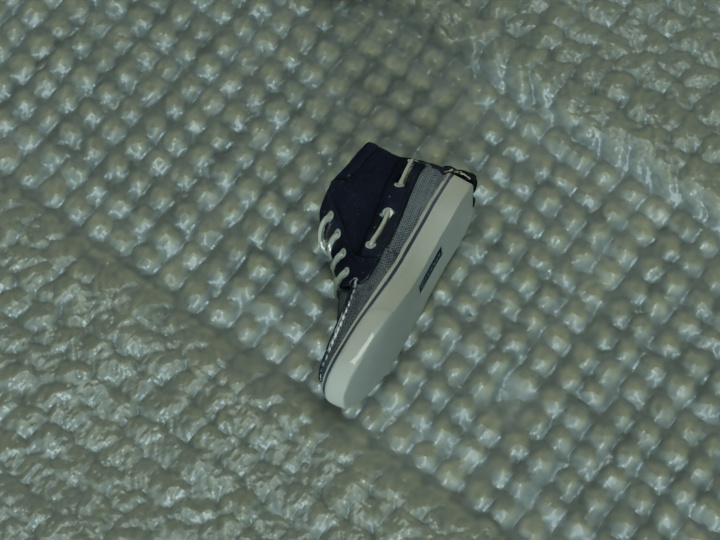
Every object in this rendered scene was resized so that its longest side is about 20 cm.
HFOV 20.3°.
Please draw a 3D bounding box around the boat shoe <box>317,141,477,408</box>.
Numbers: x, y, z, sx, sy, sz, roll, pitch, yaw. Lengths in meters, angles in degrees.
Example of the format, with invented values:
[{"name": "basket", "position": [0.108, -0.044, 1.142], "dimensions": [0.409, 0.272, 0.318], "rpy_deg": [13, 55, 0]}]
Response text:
[{"name": "boat shoe", "position": [0.000, 0.000, 1.408], "dimensions": [0.092, 0.075, 0.200], "rpy_deg": [23, 60, 16]}]
